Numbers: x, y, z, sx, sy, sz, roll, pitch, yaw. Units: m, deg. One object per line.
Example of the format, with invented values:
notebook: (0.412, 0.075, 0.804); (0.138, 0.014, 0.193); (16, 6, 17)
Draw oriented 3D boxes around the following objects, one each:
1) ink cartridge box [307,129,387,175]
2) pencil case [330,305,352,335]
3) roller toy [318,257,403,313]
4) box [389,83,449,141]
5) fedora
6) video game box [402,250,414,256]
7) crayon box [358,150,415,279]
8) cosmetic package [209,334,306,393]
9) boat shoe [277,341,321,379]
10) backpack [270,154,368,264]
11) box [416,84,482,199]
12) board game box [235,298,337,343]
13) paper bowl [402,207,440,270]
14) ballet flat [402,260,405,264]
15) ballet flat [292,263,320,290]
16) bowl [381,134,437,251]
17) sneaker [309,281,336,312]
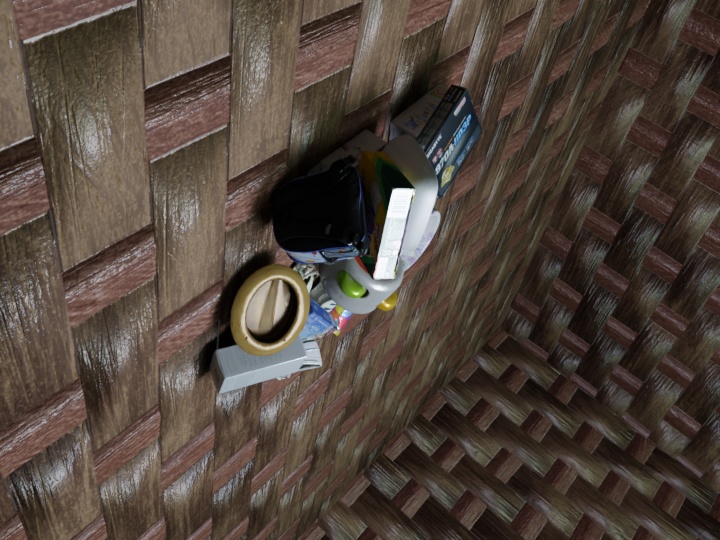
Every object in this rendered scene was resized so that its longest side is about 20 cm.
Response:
ink cartridge box: (-0.032, -0.201, 1.571); (0.199, 0.067, 0.118); (-40, 155, -33)
pencil case: (-0.044, 0.074, 1.944); (0.202, 0.088, 0.088); (-54, 159, 2)
roller toy: (0.000, 0.000, 1.716); (0.196, 0.186, 0.140); (6, 145, -37)
box: (0.166, -0.337, 1.740); (0.199, 0.100, 0.114); (-42, 151, -30)
fedora: (-0.203, 0.077, 1.562); (0.196, 0.081, 0.206); (-12, 114, -30)
video game box: (0.146, -0.170, 1.797); (0.185, 0.046, 0.203); (87, 22, -50)
crayon box: (0.036, -0.115, 1.493); (0.057, 0.173, 0.204); (-1, 122, -23)
cosmetic package: (-0.227, 0.201, 1.622); (0.196, 0.076, 0.102); (-14, 159, -27)
boat shoe: (-0.184, 0.226, 1.730); (0.195, 0.067, 0.072); (-11, 158, -27)
backpack: (-0.080, -0.103, 1.449); (0.155, 0.185, 0.205); (75, 10, -67)
box: (0.196, -0.291, 1.662); (0.202, 0.045, 0.159); (-57, 146, -13)
board game box: (-0.170, 0.145, 1.708); (0.195, 0.044, 0.200); (-26, 160, 7)
paper bowl: (0.121, -0.104, 1.988); (0.201, 0.104, 0.202); (-46, 162, -20)
ballet flat: (0.022, -0.025, 1.872); (0.195, 0.073, 0.073); (-10, 142, -17)
ballet flat: (-0.163, 0.064, 1.693); (0.203, 0.063, 0.075); (-58, 159, 9)
bowl: (0.079, -0.166, 1.553); (0.073, 0.202, 0.203); (-1, 133, -24)
sneaker: (-0.079, 0.067, 1.833); (0.197, 0.076, 0.085); (-32, 158, 3)
